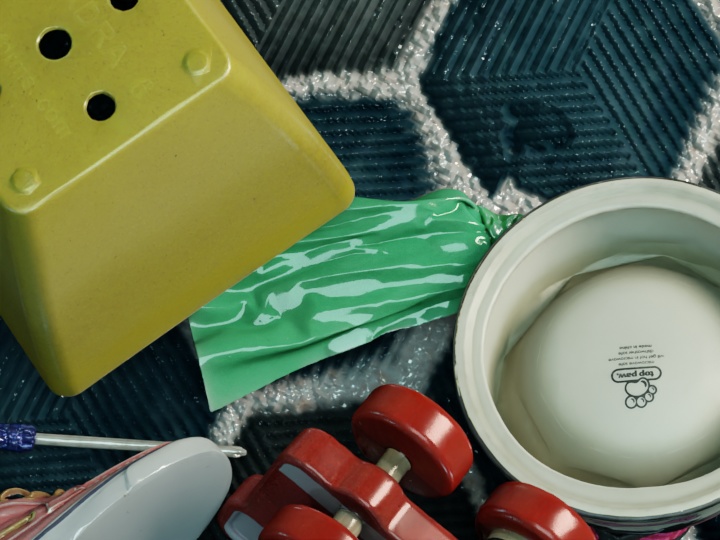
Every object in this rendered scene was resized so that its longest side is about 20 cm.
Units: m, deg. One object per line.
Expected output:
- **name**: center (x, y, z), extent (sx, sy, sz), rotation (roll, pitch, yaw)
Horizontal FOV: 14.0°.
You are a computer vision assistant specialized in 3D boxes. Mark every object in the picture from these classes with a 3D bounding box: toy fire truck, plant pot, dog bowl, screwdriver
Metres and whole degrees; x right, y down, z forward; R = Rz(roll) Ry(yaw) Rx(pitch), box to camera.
- **toy fire truck**: center (0.024, 0.164, 1.560), extent (0.200, 0.168, 0.112), rotation (38, 64, 0)
- **plant pot**: center (-0.145, -0.086, 1.539), extent (0.200, 0.176, 0.200), rotation (-35, 72, -5)
- **dog bowl**: center (0.152, 0.054, 1.589), extent (0.200, 0.074, 0.200), rotation (-3, 64, 7)
- **screwdriver**: center (-0.163, 0.093, 1.612), extent (0.200, 0.029, 0.028), rotation (4, 83, -2)

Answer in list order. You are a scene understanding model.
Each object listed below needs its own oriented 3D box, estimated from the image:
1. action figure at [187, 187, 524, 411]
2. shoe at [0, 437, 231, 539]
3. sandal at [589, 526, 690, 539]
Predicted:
- **action figure**: center (0.000, 0.000, 1.625), extent (0.200, 0.055, 0.118), rotation (-13, 84, -5)
- **shoe**: center (-0.171, 0.140, 1.585), extent (0.200, 0.072, 0.091), rotation (-37, 48, -19)
- **sandal**: center (0.160, 0.117, 1.616), extent (0.075, 0.045, 0.200), rotation (39, 91, 13)
